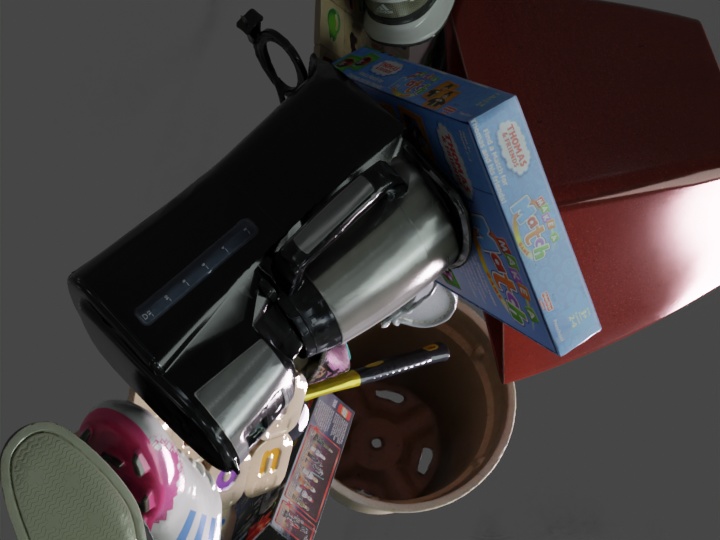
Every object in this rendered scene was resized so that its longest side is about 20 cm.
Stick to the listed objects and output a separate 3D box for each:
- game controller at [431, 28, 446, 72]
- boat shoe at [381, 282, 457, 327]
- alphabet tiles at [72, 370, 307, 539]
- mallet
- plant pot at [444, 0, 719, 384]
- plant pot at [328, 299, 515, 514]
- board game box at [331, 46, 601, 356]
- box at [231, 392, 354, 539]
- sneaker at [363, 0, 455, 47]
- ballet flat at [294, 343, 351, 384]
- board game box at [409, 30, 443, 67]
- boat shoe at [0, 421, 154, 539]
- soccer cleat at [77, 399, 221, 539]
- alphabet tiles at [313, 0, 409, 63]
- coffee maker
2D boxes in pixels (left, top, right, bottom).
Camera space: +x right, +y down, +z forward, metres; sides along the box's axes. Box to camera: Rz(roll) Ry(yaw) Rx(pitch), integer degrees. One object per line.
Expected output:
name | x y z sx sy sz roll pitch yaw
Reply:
game controller | 0.081 -0.149 1.258 0.104 0.042 0.201 -43 153 -53
boat shoe | 0.001 -0.001 1.117 0.074 0.065 0.202 -39 134 17
alphabet tiles | -0.119 0.128 1.047 0.199 0.015 0.197 -14 128 -43
mallet | -0.005 0.089 1.227 0.198 0.066 0.042 -11 114 -29
plant pot | 0.162 -0.068 1.086 0.201 0.174 0.201 84 -3 -53
plant pot | 0.025 0.137 1.415 0.201 0.199 0.184 -59 175 -21
board game box | 0.057 -0.047 0.937 0.036 0.200 0.152 -29 115 -13
box | -0.076 0.188 1.206 0.137 0.040 0.200 -45 -170 24
sneaker | 0.046 -0.255 1.041 0.116 0.075 0.202 76 28 -48
ballet flat | -0.045 0.042 1.236 0.071 0.069 0.201 -38 157 -18
board game box | 0.063 -0.191 1.280 0.201 0.034 0.126 -63 165 -9
boat shoe | -0.151 0.173 0.917 0.072 0.201 0.067 -38 -160 -20
soccer cleat | -0.127 0.138 0.987 0.086 0.069 0.201 -50 150 -39
alphabet tiles | 0.016 -0.106 1.073 0.200 0.007 0.169 24 65 -61
coffee maker | -0.066 -0.013 0.903 0.200 0.192 0.135 -40 143 -15
